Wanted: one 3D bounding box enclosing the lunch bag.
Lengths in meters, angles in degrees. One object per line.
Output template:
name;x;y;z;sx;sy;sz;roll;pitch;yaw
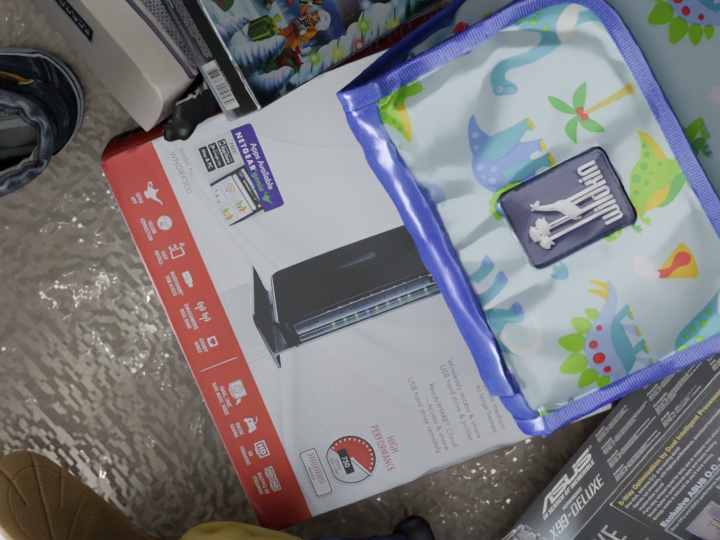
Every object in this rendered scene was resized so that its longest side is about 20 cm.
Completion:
lunch bag;0.105;-0.052;0.783;0.200;0.127;0.170;-34;103;-20

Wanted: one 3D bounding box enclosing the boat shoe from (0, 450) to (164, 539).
boat shoe;-0.124;0.167;0.917;0.069;0.071;0.200;-30;114;35

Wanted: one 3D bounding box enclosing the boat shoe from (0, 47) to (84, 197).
boat shoe;-0.227;-0.061;0.831;0.200;0.091;0.071;-9;106;3

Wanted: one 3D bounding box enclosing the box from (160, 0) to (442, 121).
box;-0.044;-0.183;0.781;0.137;0.040;0.200;-34;101;-24

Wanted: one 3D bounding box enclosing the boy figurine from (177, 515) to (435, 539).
boy figurine;-0.057;0.149;0.850;0.200;0.124;0.065;-1;69;-35

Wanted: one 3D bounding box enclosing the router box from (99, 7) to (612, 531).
router box;0.000;0.000;0.870;0.179;0.049;0.200;-21;105;6

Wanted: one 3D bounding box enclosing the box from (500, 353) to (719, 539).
box;0.179;0.115;0.877;0.158;0.050;0.200;30;109;-23

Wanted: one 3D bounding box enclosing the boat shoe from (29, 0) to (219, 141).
boat shoe;-0.110;-0.158;0.823;0.093;0.075;0.200;-39;91;-20
